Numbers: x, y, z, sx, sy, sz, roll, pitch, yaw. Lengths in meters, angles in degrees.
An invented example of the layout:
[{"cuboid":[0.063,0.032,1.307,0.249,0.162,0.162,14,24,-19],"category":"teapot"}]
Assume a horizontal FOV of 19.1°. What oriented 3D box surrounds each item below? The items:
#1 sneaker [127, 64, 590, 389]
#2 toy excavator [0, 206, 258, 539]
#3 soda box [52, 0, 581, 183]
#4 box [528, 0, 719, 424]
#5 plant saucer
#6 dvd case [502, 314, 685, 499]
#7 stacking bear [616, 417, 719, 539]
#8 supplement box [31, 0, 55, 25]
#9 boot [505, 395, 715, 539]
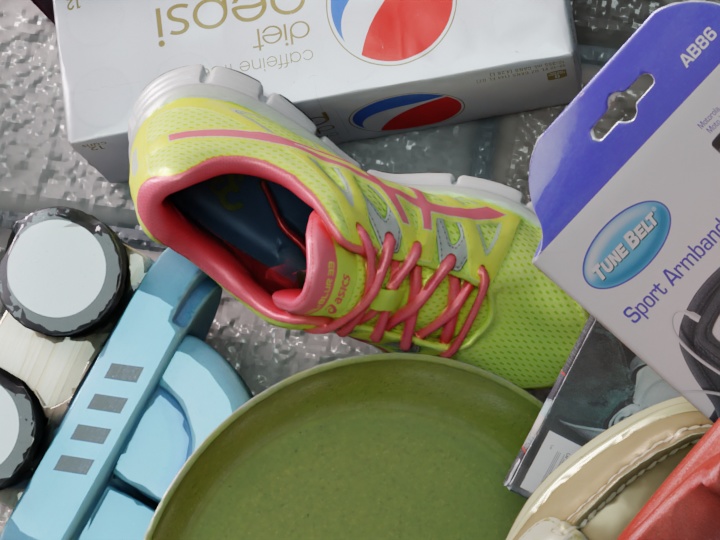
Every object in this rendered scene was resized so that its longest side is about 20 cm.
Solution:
[{"cuboid":[0.000,0.000,0.782,0.199,0.090,0.078,22,114,-5],"category":"sneaker"},{"cuboid":[-0.071,0.098,0.800,0.199,0.100,0.195,27,84,5],"category":"toy excavator"},{"cuboid":[-0.016,-0.089,0.842,0.199,0.064,0.069,-10,76,8],"category":"soda box"},{"cuboid":[0.150,0.002,0.675,0.200,0.041,0.119,42,116,-1],"category":"box"},{"cuboid":[0.009,0.130,0.769,0.199,0.031,0.201,1,86,-19],"category":"plant saucer"},{"cuboid":[0.152,0.025,0.716,0.145,0.022,0.201,26,115,4],"category":"dvd case"},{"cuboid":[0.190,0.100,0.606,0.200,0.122,0.114,42,61,6],"category":"stacking bear"},{"cuboid":[-0.048,-0.182,0.857,0.199,0.086,0.111,-13,76,6],"category":"supplement box"},{"cuboid":[0.067,0.133,0.666,0.072,0.155,0.200,44,94,-9],"category":"boot"}]
